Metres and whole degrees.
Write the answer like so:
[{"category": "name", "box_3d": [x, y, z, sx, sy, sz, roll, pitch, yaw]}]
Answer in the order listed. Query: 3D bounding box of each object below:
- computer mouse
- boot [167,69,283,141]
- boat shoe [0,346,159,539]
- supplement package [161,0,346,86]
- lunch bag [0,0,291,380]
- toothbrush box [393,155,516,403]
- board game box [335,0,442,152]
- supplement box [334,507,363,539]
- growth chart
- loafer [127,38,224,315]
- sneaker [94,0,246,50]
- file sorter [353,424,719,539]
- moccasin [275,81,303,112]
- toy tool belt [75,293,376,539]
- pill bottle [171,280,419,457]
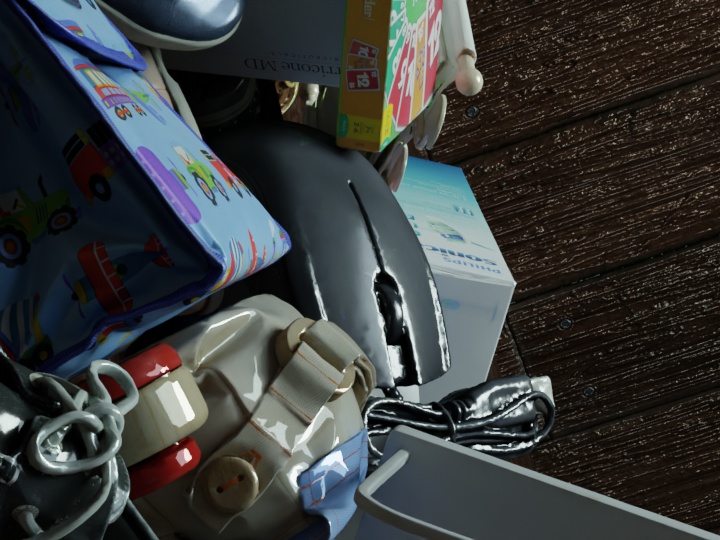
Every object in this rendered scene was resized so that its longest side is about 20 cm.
[{"category": "computer mouse", "box_3d": [0.000, 0.000, 0.902, 0.138, 0.053, 0.200, -8, 55, -45]}, {"category": "boot", "box_3d": [-0.080, -0.091, 1.149, 0.204, 0.073, 0.154, -104, 179, -53]}, {"category": "boat shoe", "box_3d": [-0.095, 0.057, 0.583, 0.074, 0.068, 0.199, -100, 169, -55]}, {"category": "supplement package", "box_3d": [-0.042, -0.198, 0.952, 0.200, 0.121, 0.120, 82, 19, -49]}, {"category": "lunch bag", "box_3d": [-0.122, -0.066, 0.724, 0.200, 0.094, 0.151, 59, 8, -1]}, {"category": "toothbrush box", "box_3d": [0.015, 0.028, 1.177, 0.200, 0.085, 0.147, -105, -151, -70]}, {"category": "board game box", "box_3d": [0.019, -0.161, 0.915, 0.096, 0.030, 0.200, -48, 143, -65]}, {"category": "supplement box", "box_3d": [0.008, 0.198, 0.918, 0.200, 0.103, 0.101, 67, 9, -45]}, {"category": "growth chart", "box_3d": [0.010, -0.092, 1.084, 0.200, 0.018, 0.145, 131, -37, -51]}, {"category": "loafer", "box_3d": [-0.114, -0.072, 0.898, 0.072, 0.063, 0.200, -26, -102, 63]}, {"category": "sneaker", "box_3d": [-0.102, -0.168, 0.824, 0.200, 0.084, 0.075, 43, 50, -31]}, {"category": "file sorter", "box_3d": [0.038, 0.175, 0.692, 0.125, 0.139, 0.200, -14, 122, -80]}, {"category": "moccasin", "box_3d": [-0.057, -0.144, 1.292, 0.201, 0.078, 0.074, 102, -28, -61]}, {"category": "toy tool belt", "box_3d": [-0.044, 0.080, 0.732, 0.123, 0.125, 0.200, 63, 7, -1]}, {"category": "pill bottle", "box_3d": [-0.033, 0.037, 0.976, 0.112, 0.112, 0.200, 65, 10, -45]}]
